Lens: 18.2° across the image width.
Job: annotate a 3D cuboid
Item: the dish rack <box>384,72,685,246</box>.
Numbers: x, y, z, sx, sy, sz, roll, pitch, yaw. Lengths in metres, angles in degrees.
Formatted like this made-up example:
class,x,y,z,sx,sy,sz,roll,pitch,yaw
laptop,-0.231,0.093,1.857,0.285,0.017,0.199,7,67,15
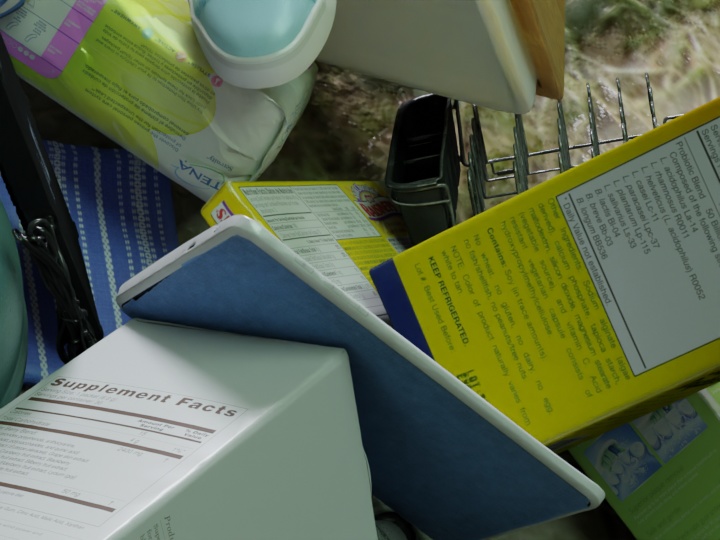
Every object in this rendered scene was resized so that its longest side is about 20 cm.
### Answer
class,x,y,z,sx,sy,sz,roll,pitch,yaw
dish rack,0.118,-0.060,1.180,0.199,0.055,0.153,-9,22,8

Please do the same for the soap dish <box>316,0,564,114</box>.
class,x,y,z,sx,sy,sz,roll,pitch,yaw
soap dish,0.008,-0.165,1.162,0.200,0.157,0.081,18,72,23

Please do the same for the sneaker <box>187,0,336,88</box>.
class,x,y,z,sx,sy,sz,roll,pitch,yaw
sneaker,-0.055,-0.181,1.047,0.074,0.082,0.200,-10,58,11

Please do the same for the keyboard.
class,x,y,z,sx,sy,sz,roll,pitch,yaw
keyboard,-0.142,-0.030,0.972,0.021,0.200,0.127,-17,53,-3

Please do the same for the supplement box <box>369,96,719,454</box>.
class,x,y,z,sx,sy,sz,roll,pitch,yaw
supplement box,0.126,0.008,1.043,0.109,0.200,0.109,68,20,9

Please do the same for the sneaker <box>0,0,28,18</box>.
class,x,y,z,sx,sy,sz,roll,pitch,yaw
sneaker,-0.241,-0.115,1.005,0.074,0.200,0.082,60,3,0

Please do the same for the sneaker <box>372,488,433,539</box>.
class,x,y,z,sx,sy,sz,roll,pitch,yaw
sneaker,-0.030,0.085,1.049,0.200,0.075,0.081,22,59,-23

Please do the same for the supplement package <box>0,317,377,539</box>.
class,x,y,z,sx,sy,sz,roll,pitch,yaw
supplement package,-0.097,0.119,0.902,0.120,0.122,0.200,7,27,34

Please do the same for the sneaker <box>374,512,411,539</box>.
class,x,y,z,sx,sy,sz,roll,pitch,yaw
sneaker,0.038,0.151,0.987,0.199,0.075,0.116,-6,46,6

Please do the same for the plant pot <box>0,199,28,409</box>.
class,x,y,z,sx,sy,sz,roll,pitch,yaw
plant pot,-0.230,-0.008,0.918,0.200,0.134,0.201,7,56,-10

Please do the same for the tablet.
class,x,y,z,sx,sy,sz,roll,pitch,yaw
tablet,-0.002,0.052,0.964,0.200,0.130,0.014,37,60,-16

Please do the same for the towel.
class,x,y,z,sx,sy,sz,roll,pitch,yaw
towel,-0.172,-0.010,1.070,0.200,0.024,0.145,7,53,-29

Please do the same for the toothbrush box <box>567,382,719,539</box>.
class,x,y,z,sx,sy,sz,roll,pitch,yaw
toothbrush box,0.185,0.080,1.162,0.200,0.086,0.146,52,32,15

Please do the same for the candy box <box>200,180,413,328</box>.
class,x,y,z,sx,sy,sz,roll,pitch,yaw
candy box,0.000,0.000,1.108,0.102,0.026,0.200,49,18,13

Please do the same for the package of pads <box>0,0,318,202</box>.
class,x,y,z,sx,sy,sz,roll,pitch,yaw
package of pads,-0.119,-0.121,1.120,0.200,0.068,0.155,34,15,-4
